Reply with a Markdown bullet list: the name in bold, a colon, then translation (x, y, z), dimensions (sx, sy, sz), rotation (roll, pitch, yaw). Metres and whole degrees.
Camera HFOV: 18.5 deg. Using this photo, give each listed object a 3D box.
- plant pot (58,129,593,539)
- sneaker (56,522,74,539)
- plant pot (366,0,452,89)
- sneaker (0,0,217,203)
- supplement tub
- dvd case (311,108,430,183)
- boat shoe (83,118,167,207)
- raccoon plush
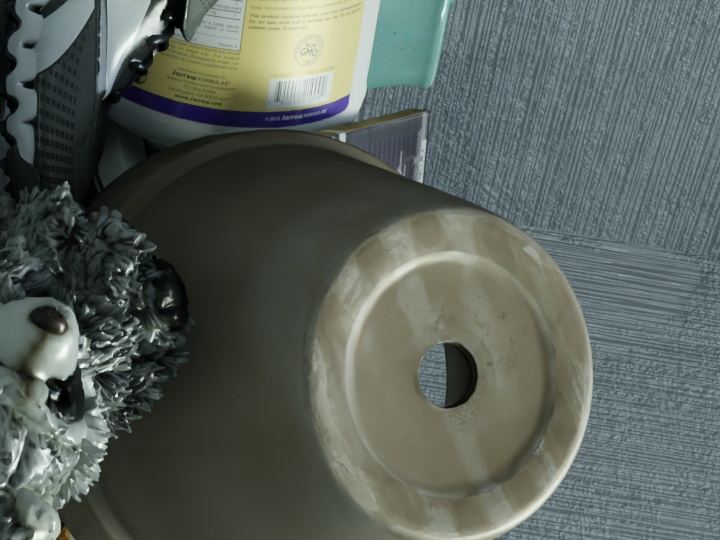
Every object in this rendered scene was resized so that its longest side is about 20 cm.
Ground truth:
- **plant pot**: translation (-0.007, 0.041, 0.828), dimensions (0.173, 0.199, 0.202), rotation (-4, -105, 63)
- **sneaker**: translation (-0.097, 0.085, 0.988), dimensions (0.077, 0.078, 0.201), rotation (-106, -154, -58)
- **plant pot**: translation (-0.036, -0.189, 1.295), dimensions (0.200, 0.186, 0.202), rotation (-171, -90, -89)
- **sneaker**: translation (-0.089, -0.112, 0.863), dimensions (0.066, 0.090, 0.202), rotation (102, -2, -85)
- **supplement tub**: translation (-0.055, -0.170, 1.032), dimensions (0.146, 0.144, 0.201), rotation (-83, -178, -61)
- **dvd case**: translation (0.000, 0.000, 1.087), dimensions (0.200, 0.016, 0.150), rotation (-28, 124, -74)
- **boat shoe**: translation (-0.123, -0.040, 1.096), dimensions (0.064, 0.071, 0.200), rotation (-48, -163, 10)
- **raccoon plush**: translation (-0.120, 0.070, 0.736), dimensions (0.134, 0.096, 0.201), rotation (-71, 174, -46)
